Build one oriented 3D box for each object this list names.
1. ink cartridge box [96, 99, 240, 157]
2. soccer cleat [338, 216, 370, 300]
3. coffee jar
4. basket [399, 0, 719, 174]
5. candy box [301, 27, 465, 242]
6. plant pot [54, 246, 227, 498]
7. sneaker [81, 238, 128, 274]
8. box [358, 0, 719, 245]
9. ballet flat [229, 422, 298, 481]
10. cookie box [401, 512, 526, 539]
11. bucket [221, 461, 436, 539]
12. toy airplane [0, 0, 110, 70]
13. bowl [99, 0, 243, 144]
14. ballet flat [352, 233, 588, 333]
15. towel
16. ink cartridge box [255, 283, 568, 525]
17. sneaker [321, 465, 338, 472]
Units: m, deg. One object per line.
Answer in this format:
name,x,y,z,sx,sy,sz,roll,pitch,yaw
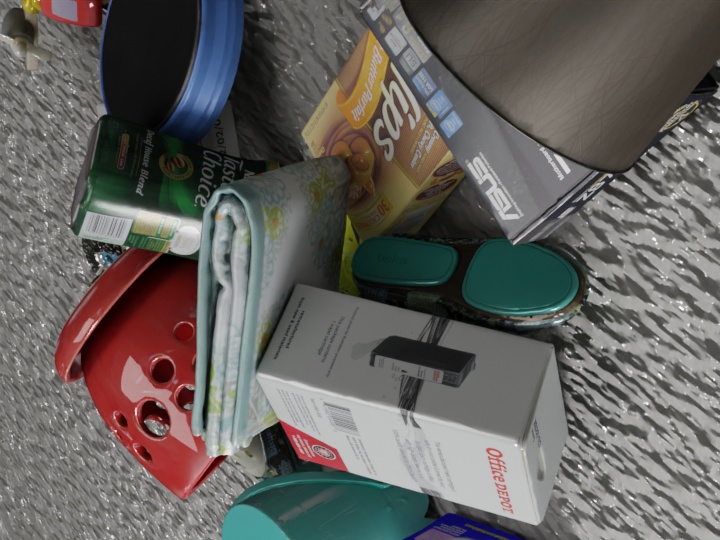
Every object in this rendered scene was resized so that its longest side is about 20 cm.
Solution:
ink cartridge box,-0.170,-0.105,1.410,0.200,0.068,0.116,16,120,53
soccer cleat,0.000,0.000,1.198,0.200,0.084,0.065,55,146,21
coffee jar,-0.140,-0.058,1.262,0.085,0.199,0.105,122,157,-46
basket,0.151,-0.171,0.775,0.200,0.180,0.136,-44,38,29
candy box,0.034,-0.114,1.106,0.116,0.055,0.200,60,147,14
plant pot,-0.160,0.075,1.334,0.182,0.200,0.201,40,143,5
sneaker,-0.179,-0.029,1.459,0.199,0.090,0.079,12,132,30
box,0.108,-0.143,0.941,0.161,0.049,0.200,-42,72,37
ballet flat,-0.122,0.146,1.488,0.074,0.074,0.201,-17,94,58
cookie box,0.120,0.321,1.218,0.171,0.075,0.201,9,116,54
bucket,-0.026,0.268,1.349,0.207,0.134,0.208,32,132,44
toy airplane,-0.332,-0.312,1.463,0.199,0.141,0.201,-14,97,59
bowl,-0.173,-0.204,1.311,0.200,0.039,0.201,-10,77,52
ballet flat,0.087,0.013,1.080,0.200,0.074,0.075,13,120,38
towel,-0.066,0.022,1.094,0.048,0.171,0.201,13,106,19
ink cartridge box,0.043,0.098,1.072,0.199,0.084,0.144,14,153,20
sneaker,0.026,0.103,1.237,0.201,0.067,0.108,-20,78,49
